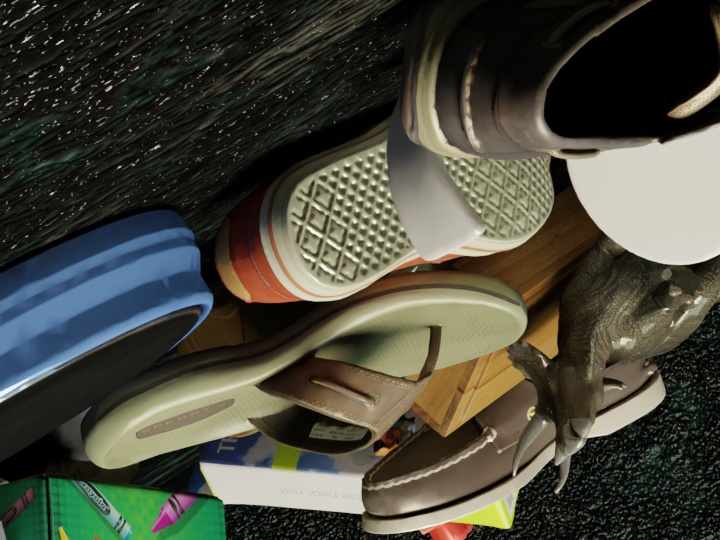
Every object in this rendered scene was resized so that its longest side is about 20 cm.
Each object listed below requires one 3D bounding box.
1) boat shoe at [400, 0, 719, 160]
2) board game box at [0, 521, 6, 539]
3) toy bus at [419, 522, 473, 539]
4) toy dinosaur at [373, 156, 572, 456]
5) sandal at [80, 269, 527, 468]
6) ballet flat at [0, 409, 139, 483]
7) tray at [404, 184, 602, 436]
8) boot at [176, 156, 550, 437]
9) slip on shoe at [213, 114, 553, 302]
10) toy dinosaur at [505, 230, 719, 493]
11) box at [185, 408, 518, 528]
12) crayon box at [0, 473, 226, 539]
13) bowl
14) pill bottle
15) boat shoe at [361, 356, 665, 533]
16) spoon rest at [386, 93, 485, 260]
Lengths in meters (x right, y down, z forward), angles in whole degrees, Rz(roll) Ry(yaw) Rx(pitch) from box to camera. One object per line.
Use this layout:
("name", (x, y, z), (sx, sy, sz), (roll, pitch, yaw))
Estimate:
("boat shoe", (0.105, -0.073, 0.731), (0.200, 0.075, 0.073), (-22, -148, -35))
("board game box", (-0.237, 0.140, 0.823), (0.199, 0.041, 0.200), (-15, 174, -8))
("toy bus", (0.019, 0.092, 1.369), (0.136, 0.192, 0.200), (-31, 174, 11))
("toy dinosaur", (0.072, 0.021, 1.119), (0.200, 0.105, 0.182), (3, 125, -23))
("sandal", (-0.020, 0.056, 0.916), (0.201, 0.057, 0.080), (-20, 154, -5))
("ballet flat", (-0.143, 0.087, 1.043), (0.073, 0.073, 0.200), (-30, 175, -23))
("tray", (0.108, -0.003, 1.042), (0.200, 0.037, 0.099), (-33, 156, -38))
("boot", (0.000, 0.000, 1.021), (0.155, 0.073, 0.200), (-28, 164, -32))
("slip on shoe", (0.014, -0.030, 0.886), (0.061, 0.074, 0.200), (-15, -175, 42))
("toy dinosaur", (0.132, 0.012, 0.990), (0.200, 0.077, 0.102), (-32, 163, -48))
("box", (0.000, 0.079, 1.204), (0.200, 0.048, 0.122), (3, -129, 21))
("crayon box", (-0.177, 0.151, 1.031), (0.200, 0.058, 0.119), (-18, 159, 35))
("bowl", (-0.144, 0.046, 0.800), (0.201, 0.039, 0.201), (-31, 175, -3))
("pill bottle", (0.180, -0.083, 0.940), (0.200, 0.120, 0.120), (-34, 178, -45))
("boat shoe", (0.074, 0.072, 1.078), (0.200, 0.060, 0.072), (-25, -162, -32))
("spoon rest", (0.078, -0.087, 0.810), (0.200, 0.061, 0.099), (-44, -171, -32))
